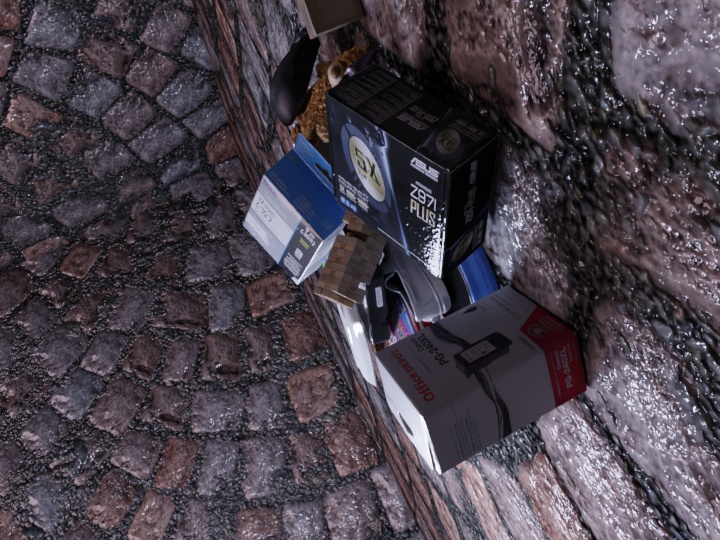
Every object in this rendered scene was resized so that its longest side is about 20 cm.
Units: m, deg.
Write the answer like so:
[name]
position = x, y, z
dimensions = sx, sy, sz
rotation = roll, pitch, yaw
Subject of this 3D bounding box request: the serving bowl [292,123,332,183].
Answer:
[serving bowl]
position = -0.074, -0.159, 1.153
dimensions = 0.200, 0.064, 0.206
rotation = 172, 90, -81

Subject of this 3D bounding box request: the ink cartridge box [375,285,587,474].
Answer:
[ink cartridge box]
position = 0.132, 0.117, 0.750
dimensions = 0.145, 0.196, 0.085
rotation = 44, 157, 61

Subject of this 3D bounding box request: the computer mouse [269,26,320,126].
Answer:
[computer mouse]
position = -0.109, -0.326, 1.046
dimensions = 0.138, 0.052, 0.205
rotation = -35, 39, 57

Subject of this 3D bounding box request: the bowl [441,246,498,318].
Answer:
[bowl]
position = 0.135, 0.009, 0.937
dimensions = 0.202, 0.039, 0.204
rotation = 91, 154, -63

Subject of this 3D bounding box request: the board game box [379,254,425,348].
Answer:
[board game box]
position = 0.058, 0.073, 1.051
dimensions = 0.203, 0.019, 0.104
rotation = -108, 32, -42

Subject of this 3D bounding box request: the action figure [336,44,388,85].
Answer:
[action figure]
position = 0.049, -0.191, 0.878
dimensions = 0.202, 0.069, 0.130
rotation = 53, 163, -6

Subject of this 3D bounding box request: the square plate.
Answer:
[square plate]
position = -0.021, 0.071, 1.118
dimensions = 0.202, 0.028, 0.201
rotation = 78, 173, -51

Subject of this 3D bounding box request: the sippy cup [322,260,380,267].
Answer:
[sippy cup]
position = -0.015, -0.062, 1.269
dimensions = 0.131, 0.174, 0.143
rotation = 108, -178, -71

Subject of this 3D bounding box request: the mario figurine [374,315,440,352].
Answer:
[mario figurine]
position = 0.089, 0.120, 1.077
dimensions = 0.197, 0.107, 0.124
rotation = 11, 143, 49

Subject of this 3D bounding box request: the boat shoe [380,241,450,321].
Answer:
[boat shoe]
position = 0.065, 0.006, 0.986
dimensions = 0.073, 0.067, 0.201
rotation = 77, 166, -46

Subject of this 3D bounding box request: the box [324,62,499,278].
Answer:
[box]
position = 0.055, -0.118, 0.771
dimensions = 0.199, 0.085, 0.166
rotation = 39, 150, 30

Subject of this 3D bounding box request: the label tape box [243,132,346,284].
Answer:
[label tape box]
position = -0.099, -0.093, 1.036
dimensions = 0.144, 0.066, 0.201
rotation = 47, 142, 8

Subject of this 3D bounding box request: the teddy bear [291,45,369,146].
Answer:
[teddy bear]
position = -0.053, -0.261, 0.991
dimensions = 0.066, 0.148, 0.198
rotation = 27, 166, -28

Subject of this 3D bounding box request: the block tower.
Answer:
[block tower]
position = 0.002, -0.049, 0.942
dimensions = 0.057, 0.205, 0.053
rotation = 26, 172, -39

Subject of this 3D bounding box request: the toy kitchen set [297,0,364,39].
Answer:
[toy kitchen set]
position = -0.120, -0.424, 0.965
dimensions = 0.184, 0.160, 0.200
rotation = 69, 169, -16

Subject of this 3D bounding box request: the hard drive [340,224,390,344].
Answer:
[hard drive]
position = 0.000, 0.000, 1.063
dimensions = 0.202, 0.037, 0.142
rotation = -111, 10, -46
